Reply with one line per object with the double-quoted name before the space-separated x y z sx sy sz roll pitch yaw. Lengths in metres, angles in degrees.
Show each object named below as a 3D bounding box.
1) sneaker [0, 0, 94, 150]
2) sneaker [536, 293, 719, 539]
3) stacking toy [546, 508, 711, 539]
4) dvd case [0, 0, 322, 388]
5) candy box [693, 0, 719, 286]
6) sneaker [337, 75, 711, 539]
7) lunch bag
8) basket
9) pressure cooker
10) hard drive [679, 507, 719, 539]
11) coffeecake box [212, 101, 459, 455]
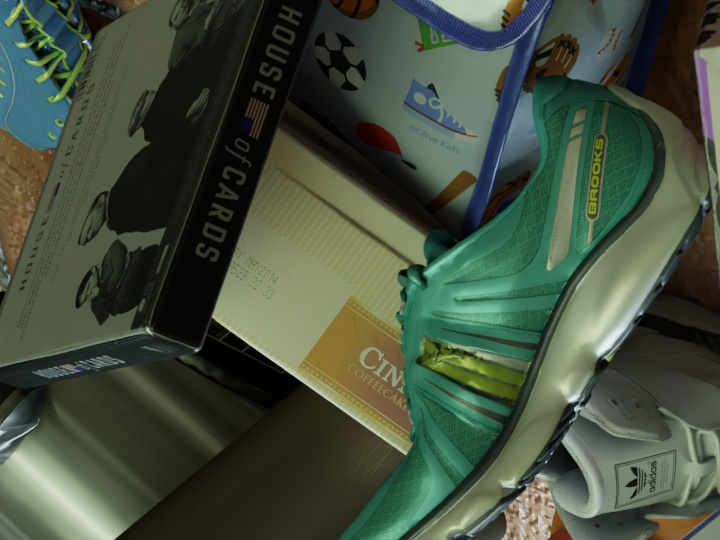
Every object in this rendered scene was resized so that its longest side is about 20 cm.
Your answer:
"sneaker" -0.148 -0.119 1.146 0.105 0.076 0.200 34 155 -2
"sneaker" 0.150 0.079 0.951 0.200 0.115 0.075 24 126 34
"stacking toy" 0.102 0.171 1.038 0.146 0.200 0.146 31 144 25
"dvd case" -0.077 -0.036 0.866 0.025 0.150 0.200 23 165 -20
"candy box" 0.149 -0.004 0.751 0.071 0.200 0.168 -6 101 11
"sneaker" 0.045 0.025 0.837 0.080 0.200 0.078 33 -170 7
"lunch bag" 0.025 -0.132 0.869 0.170 0.124 0.200 38 144 18
"basket" -0.043 0.144 1.065 0.136 0.200 0.180 44 164 11
"pressure cooker" -0.121 0.083 1.223 0.200 0.179 0.176 41 150 8
"hard drive" 0.211 0.138 0.936 0.200 0.025 0.132 14 150 -14
"coffeecake box" 0.000 0.000 0.966 0.153 0.073 0.200 36 -174 -7
